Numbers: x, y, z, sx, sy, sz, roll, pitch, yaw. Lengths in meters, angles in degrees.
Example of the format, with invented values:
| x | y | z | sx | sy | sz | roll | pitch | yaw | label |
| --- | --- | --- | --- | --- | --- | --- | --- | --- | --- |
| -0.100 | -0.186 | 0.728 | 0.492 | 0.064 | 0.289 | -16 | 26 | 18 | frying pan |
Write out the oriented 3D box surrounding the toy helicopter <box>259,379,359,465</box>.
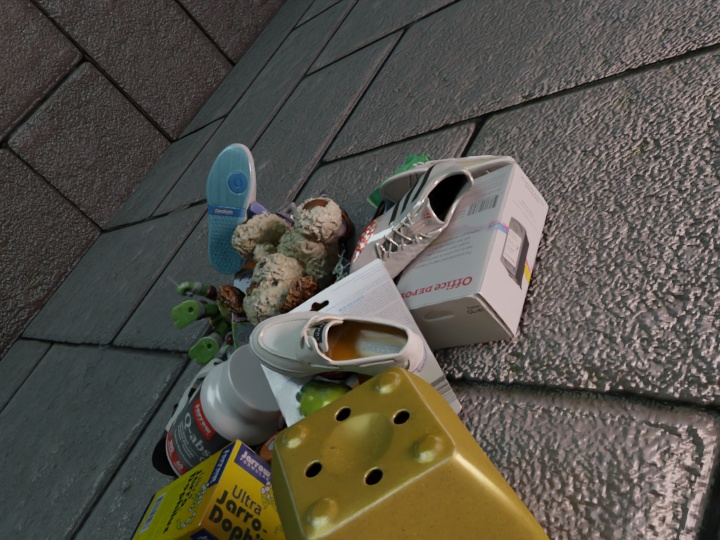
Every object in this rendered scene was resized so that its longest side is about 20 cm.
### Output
| x | y | z | sx | sy | sz | roll | pitch | yaw | label |
| --- | --- | --- | --- | --- | --- | --- | --- | --- | --- |
| -0.042 | 0.184 | 0.835 | 0.199 | 0.080 | 0.132 | -39 | 18 | -9 | toy helicopter |

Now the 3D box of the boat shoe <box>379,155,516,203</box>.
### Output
| x | y | z | sx | sy | sz | roll | pitch | yaw | label |
| --- | --- | --- | --- | --- | --- | --- | --- | --- | --- |
| 0.125 | -0.122 | 0.941 | 0.197 | 0.076 | 0.065 | -12 | 24 | 10 | boat shoe |

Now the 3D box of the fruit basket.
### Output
| x | y | z | sx | sy | sz | roll | pitch | yaw | label |
| --- | --- | --- | --- | --- | --- | --- | --- | --- | --- |
| -0.010 | 0.115 | 0.751 | 0.183 | 0.094 | 0.202 | -30 | 61 | 1 | fruit basket |

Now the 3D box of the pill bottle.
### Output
| x | y | z | sx | sy | sz | roll | pitch | yaw | label |
| --- | --- | --- | --- | --- | --- | --- | --- | --- | --- |
| -0.169 | 0.190 | 0.872 | 0.201 | 0.114 | 0.117 | -50 | 20 | 37 | pill bottle |

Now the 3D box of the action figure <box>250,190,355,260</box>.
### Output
| x | y | z | sx | sy | sz | roll | pitch | yaw | label |
| --- | --- | --- | --- | --- | --- | --- | --- | --- | --- |
| -0.077 | -0.086 | 1.075 | 0.106 | 0.198 | 0.193 | -58 | 20 | 0 | action figure |

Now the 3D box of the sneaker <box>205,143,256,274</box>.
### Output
| x | y | z | sx | sy | sz | roll | pitch | yaw | label |
| --- | --- | --- | --- | --- | --- | --- | --- | --- | --- |
| -0.192 | -0.107 | 1.084 | 0.131 | 0.078 | 0.205 | -44 | -34 | -70 | sneaker |

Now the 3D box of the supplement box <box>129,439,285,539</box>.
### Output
| x | y | z | sx | sy | sz | roll | pitch | yaw | label |
| --- | --- | --- | --- | --- | --- | --- | --- | --- | --- |
| -0.172 | 0.298 | 0.757 | 0.199 | 0.108 | 0.111 | -38 | 20 | 35 | supplement box |

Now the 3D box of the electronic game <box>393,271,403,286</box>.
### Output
| x | y | z | sx | sy | sz | roll | pitch | yaw | label |
| --- | --- | --- | --- | --- | --- | --- | --- | --- | --- |
| 0.018 | 0.044 | 0.929 | 0.200 | 0.041 | 0.202 | -46 | 21 | 23 | electronic game |

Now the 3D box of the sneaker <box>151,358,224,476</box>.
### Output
| x | y | z | sx | sy | sz | roll | pitch | yaw | label |
| --- | --- | --- | --- | --- | --- | --- | --- | --- | --- |
| -0.253 | 0.225 | 1.030 | 0.202 | 0.073 | 0.089 | -56 | 14 | 15 | sneaker |

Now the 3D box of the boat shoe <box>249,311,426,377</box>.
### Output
| x | y | z | sx | sy | sz | roll | pitch | yaw | label |
| --- | --- | --- | --- | --- | --- | --- | --- | --- | --- |
| -0.032 | 0.072 | 0.687 | 0.195 | 0.070 | 0.072 | 6 | 65 | 21 | boat shoe |

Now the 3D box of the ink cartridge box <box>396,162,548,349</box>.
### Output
| x | y | z | sx | sy | sz | roll | pitch | yaw | label |
| --- | --- | --- | --- | --- | --- | --- | --- | --- | --- |
| 0.133 | -0.014 | 0.815 | 0.146 | 0.085 | 0.203 | -16 | 41 | 46 | ink cartridge box |

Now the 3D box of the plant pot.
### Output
| x | y | z | sx | sy | sz | roll | pitch | yaw | label |
| --- | --- | --- | --- | --- | --- | --- | --- | --- | --- |
| 0.032 | 0.197 | 0.507 | 0.191 | 0.203 | 0.196 | -28 | 27 | -7 | plant pot |

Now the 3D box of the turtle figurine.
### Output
| x | y | z | sx | sy | sz | roll | pitch | yaw | label |
| --- | --- | --- | --- | --- | --- | --- | --- | --- | --- |
| -0.273 | 0.097 | 1.143 | 0.194 | 0.194 | 0.148 | -44 | -41 | -82 | turtle figurine |

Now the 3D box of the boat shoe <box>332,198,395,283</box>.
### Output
| x | y | z | sx | sy | sz | roll | pitch | yaw | label |
| --- | --- | --- | --- | --- | --- | --- | --- | --- | --- |
| 0.000 | 0.000 | 0.886 | 0.202 | 0.061 | 0.075 | -56 | 20 | -2 | boat shoe |

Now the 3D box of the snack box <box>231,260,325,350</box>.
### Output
| x | y | z | sx | sy | sz | roll | pitch | yaw | label |
| --- | --- | --- | --- | --- | --- | --- | --- | --- | --- |
| -0.129 | 0.044 | 1.049 | 0.138 | 0.054 | 0.201 | -4 | 28 | -7 | snack box |

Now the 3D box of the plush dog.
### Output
| x | y | z | sx | sy | sz | roll | pitch | yaw | label |
| --- | --- | --- | --- | --- | --- | --- | --- | --- | --- |
| -0.102 | 0.013 | 0.942 | 0.197 | 0.162 | 0.173 | -8 | 37 | 39 | plush dog |

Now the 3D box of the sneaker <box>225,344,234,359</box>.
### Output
| x | y | z | sx | sy | sz | roll | pitch | yaw | label |
| --- | --- | --- | --- | --- | --- | --- | --- | --- | --- |
| -0.143 | 0.129 | 1.021 | 0.115 | 0.075 | 0.200 | -44 | 27 | -4 | sneaker |

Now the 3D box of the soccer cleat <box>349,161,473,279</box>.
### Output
| x | y | z | sx | sy | sz | roll | pitch | yaw | label |
| --- | --- | --- | --- | --- | --- | --- | --- | --- | --- |
| 0.060 | -0.052 | 0.809 | 0.200 | 0.069 | 0.085 | -48 | 18 | -5 | soccer cleat |

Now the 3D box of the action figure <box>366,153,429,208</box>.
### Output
| x | y | z | sx | sy | sz | roll | pitch | yaw | label |
| --- | --- | --- | --- | --- | --- | --- | --- | --- | --- |
| 0.077 | -0.122 | 1.037 | 0.054 | 0.118 | 0.202 | -34 | 20 | 42 | action figure |
